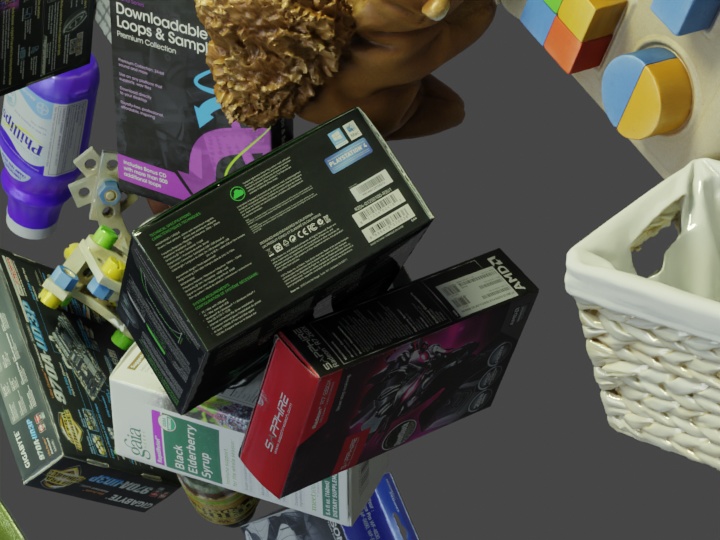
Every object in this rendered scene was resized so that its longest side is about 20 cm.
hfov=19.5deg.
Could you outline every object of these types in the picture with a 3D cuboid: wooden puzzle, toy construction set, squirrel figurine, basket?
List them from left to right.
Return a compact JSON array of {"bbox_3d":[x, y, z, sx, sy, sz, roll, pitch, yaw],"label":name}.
[{"bbox_3d":[-0.201,-0.011,1.724,0.092,0.131,0.200,-48,26,26],"label":"toy construction set"},{"bbox_3d":[-0.004,-0.163,1.333,0.187,0.200,0.142,-36,71,67],"label":"squirrel figurine"},{"bbox_3d":[0.166,-0.162,1.242,0.200,0.046,0.185,49,140,26],"label":"wooden puzzle"},{"bbox_3d":[0.233,0.035,1.173,0.200,0.135,0.124,20,133,44],"label":"basket"}]

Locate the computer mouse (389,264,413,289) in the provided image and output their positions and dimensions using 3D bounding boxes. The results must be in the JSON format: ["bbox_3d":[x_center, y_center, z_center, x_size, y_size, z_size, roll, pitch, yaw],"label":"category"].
[{"bbox_3d":[0.000,0.000,1.550,0.110,0.044,0.200,-34,80,53],"label":"computer mouse"}]

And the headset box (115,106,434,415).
[{"bbox_3d":[-0.063,0.000,1.395,0.093,0.174,0.200,57,164,9],"label":"headset box"}]

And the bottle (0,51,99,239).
[{"bbox_3d":[-0.278,-0.115,1.840,0.084,0.065,0.200,45,139,28],"label":"bottle"}]

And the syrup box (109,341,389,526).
[{"bbox_3d":[-0.083,0.113,1.566,0.200,0.081,0.079,14,129,18],"label":"syrup box"}]

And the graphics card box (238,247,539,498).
[{"bbox_3d":[0.020,0.069,1.423,0.051,0.200,0.126,46,138,28],"label":"graphics card box"}]

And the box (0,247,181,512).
[{"bbox_3d":[-0.233,0.088,1.676,0.046,0.159,0.200,-34,63,19],"label":"box"}]

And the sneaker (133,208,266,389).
[{"bbox_3d":[-0.119,0.022,1.558,0.200,0.115,0.076,6,148,43],"label":"sneaker"}]

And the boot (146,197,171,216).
[{"bbox_3d":[-0.099,-0.033,1.646,0.188,0.068,0.200,-34,81,51],"label":"boot"}]

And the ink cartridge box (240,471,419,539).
[{"bbox_3d":[-0.021,0.230,1.704,0.200,0.039,0.100,-29,83,54],"label":"ink cartridge box"}]

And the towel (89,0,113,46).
[{"bbox_3d":[-0.175,-0.281,1.606,0.200,0.085,0.166,56,145,15],"label":"towel"}]

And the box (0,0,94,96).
[{"bbox_3d":[-0.270,-0.219,1.555,0.044,0.160,0.200,42,141,30],"label":"box"}]

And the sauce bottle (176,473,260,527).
[{"bbox_3d":[-0.111,0.172,1.714,0.065,0.065,0.200,57,173,16],"label":"sauce bottle"}]

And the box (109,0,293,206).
[{"bbox_3d":[-0.117,-0.133,1.542,0.143,0.036,0.200,18,125,25],"label":"box"}]
